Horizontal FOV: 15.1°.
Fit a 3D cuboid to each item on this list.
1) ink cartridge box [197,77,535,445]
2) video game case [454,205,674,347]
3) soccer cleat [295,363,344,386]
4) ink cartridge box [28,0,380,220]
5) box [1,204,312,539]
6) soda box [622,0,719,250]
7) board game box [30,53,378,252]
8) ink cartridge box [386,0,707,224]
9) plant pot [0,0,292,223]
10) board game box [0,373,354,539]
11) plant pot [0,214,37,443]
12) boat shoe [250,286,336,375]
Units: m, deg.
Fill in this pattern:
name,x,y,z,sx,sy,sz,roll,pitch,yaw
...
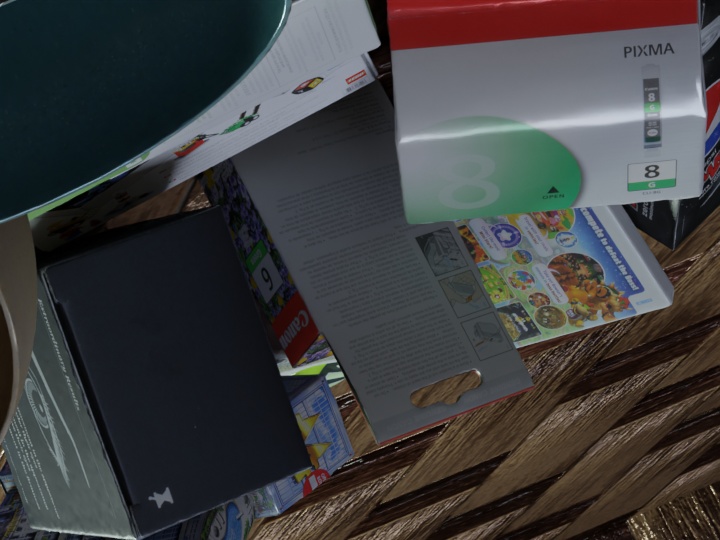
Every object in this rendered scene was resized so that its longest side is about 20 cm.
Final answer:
name,x,y,z,sx,sy,sz,roll,pitch,yaw
ink cartridge box,0.000,0.000,1.465,0.109,0.200,0.050,-18,162,-30
video game case,0.060,-0.007,1.563,0.200,0.018,0.143,-16,128,28
soccer cleat,-0.010,0.041,1.894,0.200,0.068,0.081,-33,-178,27
ink cartridge box,-0.095,-0.099,1.238,0.200,0.059,0.104,-27,165,0
box,-0.126,0.055,1.433,0.104,0.148,0.200,-21,-174,-23
soda box,0.172,-0.107,1.493,0.063,0.071,0.200,-41,150,-28
board game box,-0.093,-0.079,1.360,0.200,0.035,0.126,-27,167,2
ink cartridge box,0.095,-0.101,1.374,0.161,0.050,0.200,-5,149,2
plant pot,-0.142,-0.112,0.956,0.200,0.135,0.200,-25,166,-7
board game box,-0.115,0.127,1.595,0.200,0.062,0.200,-11,-154,19
plant pot,-0.218,-0.013,1.129,0.200,0.200,0.135,-36,-161,31
boat shoe,-0.024,0.020,1.654,0.202,0.074,0.065,-20,167,6
